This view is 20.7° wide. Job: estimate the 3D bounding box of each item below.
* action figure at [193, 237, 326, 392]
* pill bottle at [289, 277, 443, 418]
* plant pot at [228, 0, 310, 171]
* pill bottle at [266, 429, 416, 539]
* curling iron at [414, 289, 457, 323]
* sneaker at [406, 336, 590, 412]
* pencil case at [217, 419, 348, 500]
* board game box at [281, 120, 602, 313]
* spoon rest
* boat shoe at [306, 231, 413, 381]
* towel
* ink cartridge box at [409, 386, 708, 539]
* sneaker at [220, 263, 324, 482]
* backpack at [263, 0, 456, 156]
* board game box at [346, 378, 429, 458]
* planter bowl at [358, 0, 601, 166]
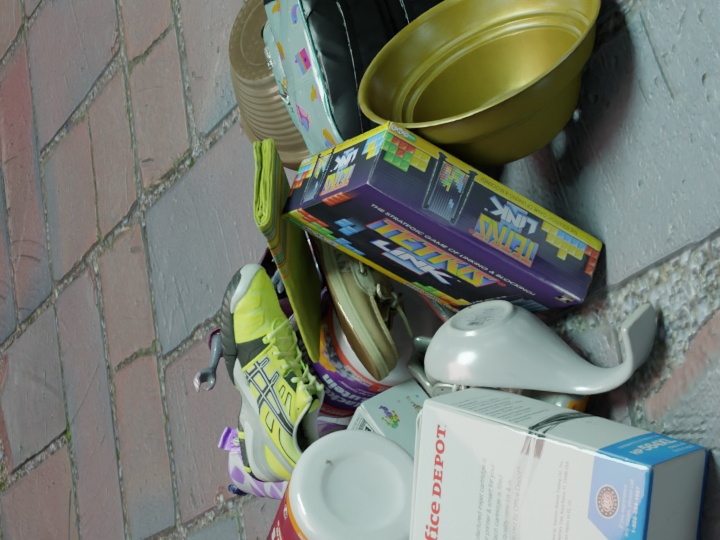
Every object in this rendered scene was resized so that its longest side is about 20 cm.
[{"bbox_3d":[-0.097,0.037,1.926,0.200,0.133,0.150,124,142,-52],"label":"action figure"},{"bbox_3d":[-0.008,0.069,1.766,0.200,0.110,0.113,144,120,-60],"label":"pill bottle"},{"bbox_3d":[-0.053,-0.198,1.775,0.200,0.092,0.203,-18,61,37],"label":"plant pot"},{"bbox_3d":[-0.019,0.217,1.550,0.201,0.108,0.110,111,148,-54],"label":"pill bottle"},{"bbox_3d":[0.038,-0.001,1.620,0.200,0.026,0.050,48,172,-19],"label":"curling iron"},{"bbox_3d":[0.099,0.094,1.543,0.199,0.092,0.076,6,68,63],"label":"sneaker"},{"bbox_3d":[-0.036,0.174,1.795,0.199,0.085,0.085,3,62,41],"label":"pencil case"},{"bbox_3d":[0.060,-0.031,1.518,0.165,0.199,0.057,-15,50,65],"label":"board game box"},{"bbox_3d":[0.134,0.060,1.478,0.199,0.099,0.061,-2,116,43],"label":"spoon rest"},{"bbox_3d":[0.000,0.000,1.633,0.074,0.062,0.201,75,175,-55],"label":"boat shoe"},{"bbox_3d":[-0.059,-0.013,1.613,0.201,0.018,0.087,73,-164,-53],"label":"towel"},{"bbox_3d":[0.138,0.177,1.416,0.199,0.084,0.148,15,107,39],"label":"ink cartridge box"},{"bbox_3d":[-0.069,0.088,1.714,0.076,0.075,0.202,0,113,28],"label":"sneaker"},{"bbox_3d":[0.017,-0.165,1.629,0.153,0.174,0.202,-40,65,61],"label":"backpack"},{"bbox_3d":[0.059,0.213,1.604,0.200,0.064,0.148,50,142,21],"label":"board game box"},{"bbox_3d":[0.104,-0.139,1.499,0.084,0.200,0.200,60,167,-29],"label":"planter bowl"}]
